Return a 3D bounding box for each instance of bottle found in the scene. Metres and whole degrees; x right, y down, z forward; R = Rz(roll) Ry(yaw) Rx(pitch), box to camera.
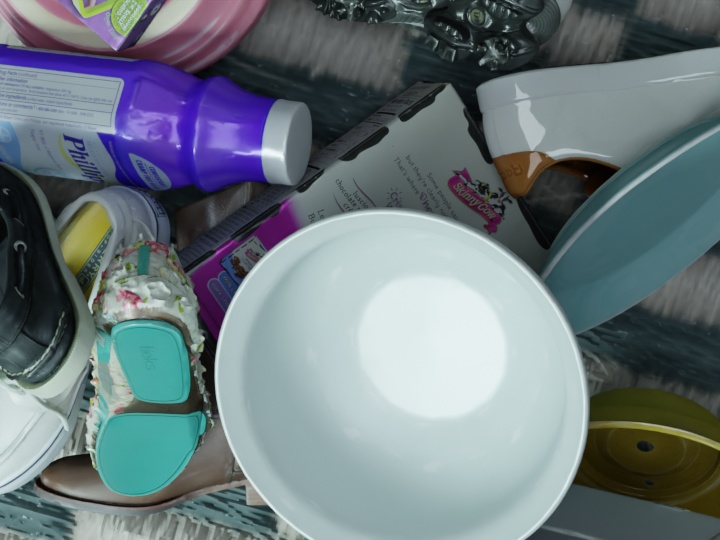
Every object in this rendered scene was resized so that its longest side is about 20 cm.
[{"bbox_3d":[-0.128,-0.083,0.986,0.199,0.084,0.065,8,70,15],"label":"bottle"}]

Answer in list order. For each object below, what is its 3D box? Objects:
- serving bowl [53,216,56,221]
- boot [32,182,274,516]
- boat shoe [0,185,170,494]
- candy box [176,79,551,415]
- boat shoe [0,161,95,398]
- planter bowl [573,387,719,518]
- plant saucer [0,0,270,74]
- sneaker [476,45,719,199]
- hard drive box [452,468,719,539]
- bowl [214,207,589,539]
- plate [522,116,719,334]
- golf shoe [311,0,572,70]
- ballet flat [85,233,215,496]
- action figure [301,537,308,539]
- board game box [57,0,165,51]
[{"bbox_3d":[-0.257,0.025,1.051,0.199,0.066,0.201,0,99,1],"label":"serving bowl"},{"bbox_3d":[-0.108,0.042,1.050,0.186,0.064,0.201,-3,103,-11],"label":"boot"},{"bbox_3d":[-0.182,0.042,0.965,0.075,0.086,0.202,39,102,16],"label":"boat shoe"},{"bbox_3d":[0.000,0.000,1.009,0.200,0.061,0.137,-35,106,-8],"label":"candy box"},{"bbox_3d":[-0.205,-0.011,0.916,0.075,0.200,0.066,-45,135,13],"label":"boat shoe"},{"bbox_3d":[0.166,0.130,1.030,0.200,0.084,0.201,8,133,8],"label":"planter bowl"},{"bbox_3d":[-0.141,-0.204,0.994,0.200,0.051,0.201,3,102,14],"label":"plant saucer"},{"bbox_3d":[0.168,-0.080,1.001,0.199,0.073,0.085,-9,86,-10],"label":"sneaker"},{"bbox_3d":[0.116,0.217,1.013,0.155,0.077,0.200,14,134,4],"label":"hard drive box"},{"bbox_3d":[0.030,0.052,0.927,0.201,0.090,0.202,5,109,16],"label":"bowl"},{"bbox_3d":[0.164,-0.031,0.976,0.200,0.200,0.026,-40,68,8],"label":"plate"},{"bbox_3d":[0.033,-0.182,1.010,0.200,0.094,0.078,31,132,19],"label":"golf shoe"},{"bbox_3d":[-0.115,0.053,0.959,0.075,0.064,0.200,3,145,-10],"label":"ballet flat"},{"bbox_3d":[0.027,0.137,1.062,0.118,0.055,0.200,22,98,-22],"label":"action figure"},{"bbox_3d":[-0.118,-0.234,0.940,0.120,0.032,0.200,42,110,7],"label":"board game box"}]
